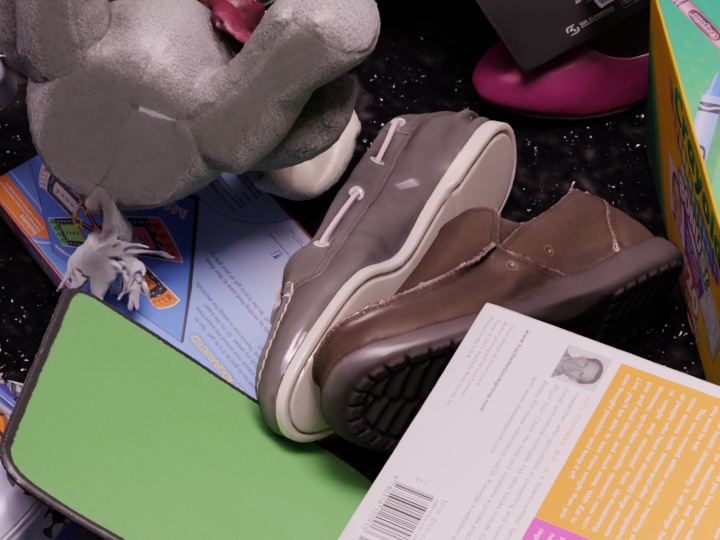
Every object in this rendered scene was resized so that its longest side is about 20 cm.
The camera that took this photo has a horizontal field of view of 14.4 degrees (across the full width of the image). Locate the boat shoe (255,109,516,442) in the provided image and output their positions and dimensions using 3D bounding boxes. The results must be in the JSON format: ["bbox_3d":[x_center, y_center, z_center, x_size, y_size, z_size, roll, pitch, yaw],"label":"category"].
[{"bbox_3d":[0.000,0.000,1.213,0.057,0.067,0.200,13,44,28],"label":"boat shoe"}]

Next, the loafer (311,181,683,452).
[{"bbox_3d":[0.047,0.016,1.186,0.200,0.073,0.071,-18,55,-43],"label":"loafer"}]

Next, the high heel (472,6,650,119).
[{"bbox_3d":[0.142,-0.137,1.297,0.199,0.096,0.068,-23,57,-12],"label":"high heel"}]

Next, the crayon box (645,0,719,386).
[{"bbox_3d":[0.168,-0.015,1.195,0.058,0.119,0.201,-9,54,-2],"label":"crayon box"}]

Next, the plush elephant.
[{"bbox_3d":[-0.076,-0.097,1.238,0.164,0.201,0.155,20,34,2],"label":"plush elephant"}]

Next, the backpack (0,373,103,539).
[{"bbox_3d":[-0.188,0.114,1.119,0.200,0.154,0.190,-41,51,-19],"label":"backpack"}]

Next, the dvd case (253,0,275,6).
[{"bbox_3d":[-0.010,-0.195,1.327,0.199,0.022,0.146,-21,43,30],"label":"dvd case"}]

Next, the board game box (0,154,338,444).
[{"bbox_3d":[-0.071,0.005,1.260,0.103,0.019,0.200,-30,58,-19],"label":"board game box"}]

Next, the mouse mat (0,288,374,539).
[{"bbox_3d":[-0.045,0.091,1.103,0.200,0.008,0.161,35,23,-10],"label":"mouse mat"}]

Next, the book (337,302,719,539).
[{"bbox_3d":[0.101,0.103,1.046,0.199,0.048,0.134,22,64,26],"label":"book"}]

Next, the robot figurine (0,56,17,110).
[{"bbox_3d":[-0.245,-0.044,1.237,0.200,0.113,0.170,-37,83,-3],"label":"robot figurine"}]

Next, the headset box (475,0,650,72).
[{"bbox_3d":[0.108,-0.192,1.298,0.148,0.075,0.200,-28,39,12],"label":"headset box"}]
